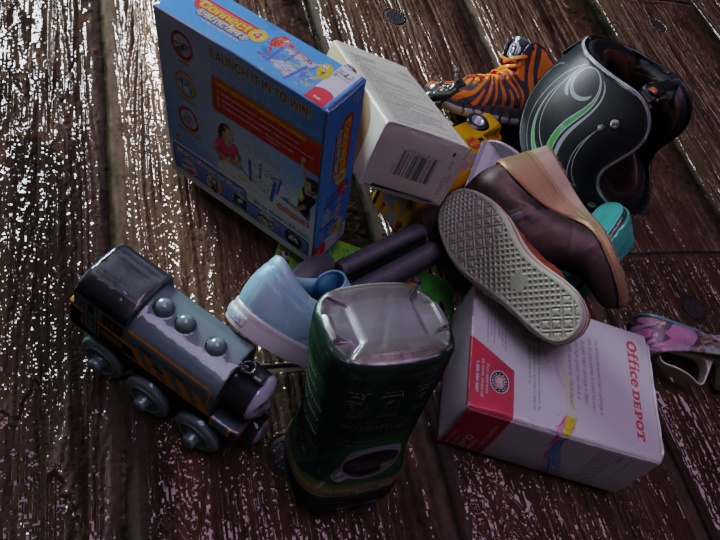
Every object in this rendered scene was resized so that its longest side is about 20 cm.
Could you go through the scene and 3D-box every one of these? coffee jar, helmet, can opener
[{"bbox_3d":[-0.002,0.108,0.567,0.103,0.202,0.086,-4,43,-23],"label":"coffee jar"},{"bbox_3d":[0.296,-0.168,0.889,0.197,0.192,0.202,15,41,-13],"label":"helmet"},{"bbox_3d":[0.000,0.000,0.696,0.198,0.067,0.054,-27,69,-27],"label":"can opener"}]

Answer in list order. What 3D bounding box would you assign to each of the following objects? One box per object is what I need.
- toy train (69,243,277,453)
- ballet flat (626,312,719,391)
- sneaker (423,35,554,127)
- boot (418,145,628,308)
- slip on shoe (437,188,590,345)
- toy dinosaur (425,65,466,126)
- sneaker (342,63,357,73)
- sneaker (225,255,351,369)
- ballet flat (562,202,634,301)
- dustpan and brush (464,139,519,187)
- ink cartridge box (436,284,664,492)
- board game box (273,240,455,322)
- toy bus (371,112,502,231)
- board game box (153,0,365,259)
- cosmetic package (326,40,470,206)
[{"bbox_3d":[-0.156,0.068,0.589,0.199,0.114,0.085,36,51,6],"label":"toy train"},{"bbox_3d":[0.403,0.101,0.825,0.197,0.069,0.072,11,70,-9],"label":"ballet flat"},{"bbox_3d":[0.176,-0.260,0.948,0.197,0.114,0.078,2,21,-28],"label":"sneaker"},{"bbox_3d":[0.173,-0.018,0.761,0.165,0.072,0.202,-29,77,5],"label":"boot"},{"bbox_3d":[0.148,-0.004,0.696,0.200,0.074,0.061,49,17,30],"label":"slip on shoe"},{"bbox_3d":[0.084,-0.197,0.848,0.088,0.200,0.048,-45,116,-6],"label":"toy dinosaur"},{"bbox_3d":[-0.068,-0.166,0.753,0.089,0.199,0.077,-45,113,-32],"label":"sneaker"},{"bbox_3d":[-0.020,0.048,0.626,0.199,0.082,0.074,29,11,-46],"label":"sneaker"},{"bbox_3d":[0.251,0.010,0.813,0.200,0.067,0.071,-45,119,-15],"label":"ballet flat"},{"bbox_3d":[0.207,-0.050,0.844,0.199,0.057,0.141,36,66,-30],"label":"dustpan and brush"},{"bbox_3d":[0.184,0.117,0.707,0.197,0.086,0.149,19,50,-8],"label":"ink cartridge box"},{"bbox_3d":[0.002,0.023,0.740,0.197,0.030,0.097,18,52,-5],"label":"board game box"},{"bbox_3d":[0.104,-0.123,0.860,0.199,0.065,0.079,-29,69,-35],"label":"toy bus"},{"bbox_3d":[-0.098,-0.134,0.674,0.199,0.197,0.056,34,55,17],"label":"board game box"},{"bbox_3d":[0.025,-0.161,0.755,0.104,0.072,0.201,13,32,-27],"label":"cosmetic package"}]
